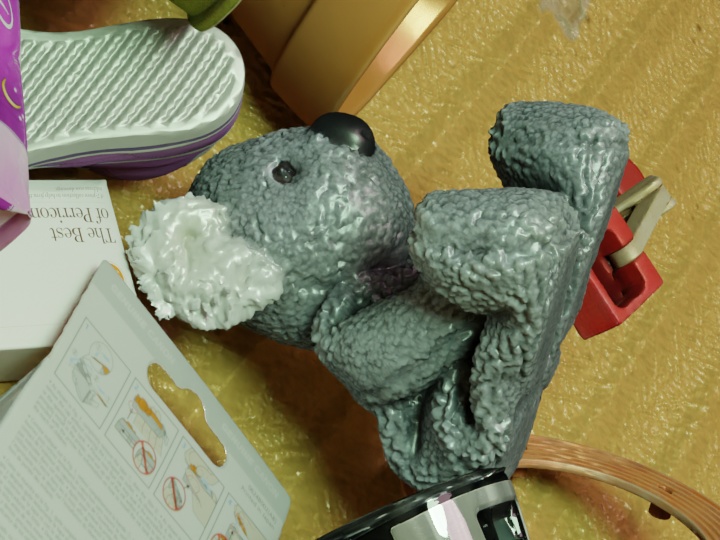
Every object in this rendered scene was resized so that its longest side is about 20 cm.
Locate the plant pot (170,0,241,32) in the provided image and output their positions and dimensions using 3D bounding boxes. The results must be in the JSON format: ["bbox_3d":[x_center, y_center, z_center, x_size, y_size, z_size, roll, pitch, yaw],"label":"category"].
[{"bbox_3d":[-0.098,-0.236,0.833,0.192,0.200,0.201,30,50,-16],"label":"plant pot"}]

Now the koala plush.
[{"bbox_3d":[0.000,0.000,0.949,0.199,0.185,0.177,20,26,11],"label":"koala plush"}]

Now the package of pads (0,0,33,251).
[{"bbox_3d":[-0.192,-0.107,0.797,0.120,0.075,0.201,34,38,-48],"label":"package of pads"}]

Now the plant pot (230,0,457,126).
[{"bbox_3d":[-0.008,-0.189,1.054,0.140,0.200,0.200,39,45,1],"label":"plant pot"}]

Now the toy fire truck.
[{"bbox_3d":[0.126,-0.018,1.112,0.049,0.141,0.200,54,43,-8],"label":"toy fire truck"}]

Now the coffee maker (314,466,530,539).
[{"bbox_3d":[0.019,0.210,0.857,0.201,0.191,0.135,62,-1,13],"label":"coffee maker"}]

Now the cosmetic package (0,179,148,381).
[{"bbox_3d":[-0.190,0.006,0.865,0.199,0.051,0.083,-3,72,-44],"label":"cosmetic package"}]

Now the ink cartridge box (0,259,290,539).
[{"bbox_3d":[-0.117,0.119,0.863,0.160,0.047,0.201,54,36,-25],"label":"ink cartridge box"}]

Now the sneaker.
[{"bbox_3d":[-0.156,-0.068,0.926,0.199,0.114,0.073,2,79,-9],"label":"sneaker"}]

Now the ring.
[{"bbox_3d":[0.114,0.134,1.024,0.200,0.200,0.019,-3,114,-44],"label":"ring"}]
